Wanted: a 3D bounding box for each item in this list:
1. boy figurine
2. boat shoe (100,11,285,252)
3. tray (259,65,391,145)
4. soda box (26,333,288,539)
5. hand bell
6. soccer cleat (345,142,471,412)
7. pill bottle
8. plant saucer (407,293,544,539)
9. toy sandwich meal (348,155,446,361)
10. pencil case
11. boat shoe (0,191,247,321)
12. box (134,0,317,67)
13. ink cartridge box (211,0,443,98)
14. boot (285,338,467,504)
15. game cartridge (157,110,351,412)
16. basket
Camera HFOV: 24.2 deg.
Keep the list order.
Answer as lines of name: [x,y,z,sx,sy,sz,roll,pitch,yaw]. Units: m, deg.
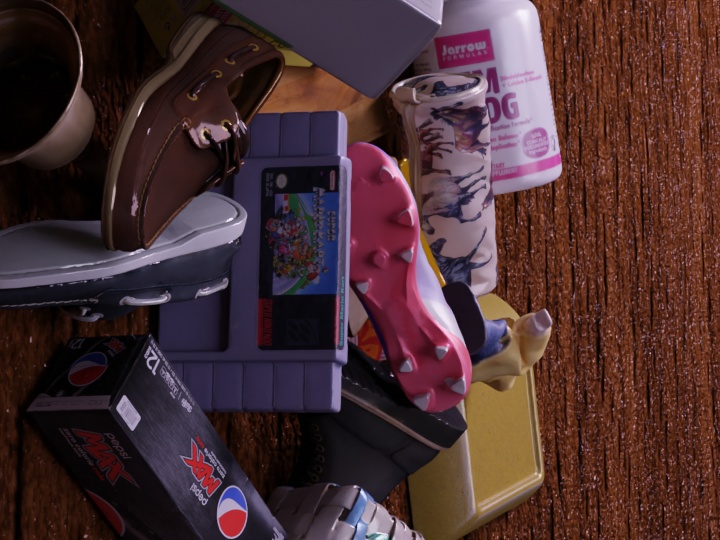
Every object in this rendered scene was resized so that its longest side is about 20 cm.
boy figurine: [0.095,0.056,1.320,0.200,0.124,0.065,20,53,-67]
boat shoe: [-0.101,-0.085,1.023,0.072,0.067,0.201,95,13,-45]
tray: [-0.045,-0.128,1.262,0.200,0.037,0.099,-33,114,-56]
soda box: [-0.125,0.131,1.064,0.200,0.070,0.063,61,38,-35]
hand bell: [-0.171,-0.072,1.024,0.200,0.104,0.105,48,46,-62]
soccer cleat: [0.025,0.005,1.175,0.076,0.066,0.201,-86,154,-78]
pill bottle: [0.103,-0.169,1.437,0.113,0.113,0.201,-25,107,-57]
plant saucer: [0.105,0.130,1.467,0.200,0.048,0.201,-14,98,-58]
toy sandwich meal: [0.000,0.000,1.258,0.205,0.070,0.206,-18,112,-54]
pencil case: [0.067,-0.066,1.361,0.089,0.078,0.201,-35,130,-44]
boat shoe: [-0.152,0.002,1.024,0.199,0.076,0.061,-12,124,-38]
box: [-0.057,-0.184,1.172,0.199,0.075,0.050,-3,57,-49]
ink cartridge box: [-0.019,-0.234,1.117,0.146,0.084,0.201,29,42,-21]
boot: [-0.035,0.119,1.202,0.200,0.138,0.078,32,18,-29]
game cartridge: [-0.071,-0.006,1.116,0.038,0.129,0.201,29,60,-71]
basket: [-0.009,0.261,1.172,0.200,0.139,0.177,57,48,-32]
